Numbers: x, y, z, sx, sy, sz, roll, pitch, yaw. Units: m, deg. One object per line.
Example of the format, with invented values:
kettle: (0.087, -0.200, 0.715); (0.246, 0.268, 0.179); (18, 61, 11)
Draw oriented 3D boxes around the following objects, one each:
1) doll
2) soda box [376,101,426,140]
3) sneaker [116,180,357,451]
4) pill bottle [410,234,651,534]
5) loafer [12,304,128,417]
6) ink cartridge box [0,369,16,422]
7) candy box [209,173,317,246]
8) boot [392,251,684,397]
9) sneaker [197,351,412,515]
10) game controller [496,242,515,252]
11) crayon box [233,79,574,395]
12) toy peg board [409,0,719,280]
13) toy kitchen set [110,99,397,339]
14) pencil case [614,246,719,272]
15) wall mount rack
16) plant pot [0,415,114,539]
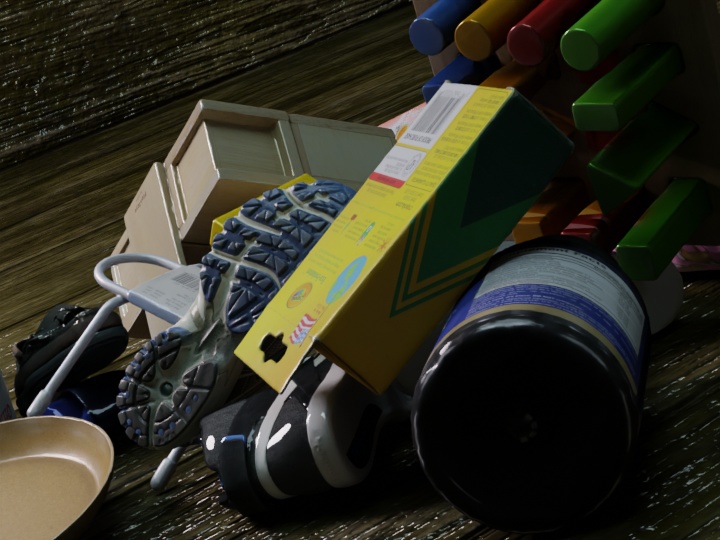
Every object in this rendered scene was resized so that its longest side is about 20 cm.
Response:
doll: (-0.193, 0.103, 1.296); (0.199, 0.049, 0.136); (-27, 16, -31)
soda box: (0.018, -0.076, 1.582); (0.063, 0.069, 0.199); (19, -26, -34)
sneaker: (-0.065, 0.029, 1.131); (0.200, 0.077, 0.085); (-47, -26, 6)
pill bottle: (0.096, 0.048, 0.962); (0.111, 0.113, 0.200); (-15, 12, 16)
loafer: (-0.228, 0.057, 1.367); (0.071, 0.063, 0.200); (-18, -11, -28)
ink cartridge box: (-0.328, 0.056, 1.346); (0.087, 0.202, 0.145); (-14, 12, 3)
candy box: (0.000, 0.000, 1.278); (0.199, 0.027, 0.102); (31, 39, 29)
boot: (0.097, 0.034, 1.147); (0.198, 0.074, 0.090); (-13, 6, -16)
sneaker: (-0.037, 0.082, 1.105); (0.111, 0.074, 0.200); (-18, 10, 19)
game controller: (0.083, -0.016, 1.326); (0.198, 0.105, 0.042); (-18, -27, 12)
crayon box: (0.020, -0.010, 1.005); (0.200, 0.051, 0.127); (-51, 16, -3)
toy peg board: (0.112, -0.089, 1.090); (0.198, 0.202, 0.098); (2, 30, 38)
toy kitchen set: (-0.075, 0.003, 1.445); (0.179, 0.164, 0.200); (6, -39, -30)
pencil case: (0.229, -0.034, 1.199); (0.199, 0.086, 0.083); (1, 53, 58)
wall mount rack: (-0.119, 0.061, 1.232); (0.199, 0.075, 0.173); (22, 31, 32)
plant pot: (-0.240, 0.155, 1.126); (0.198, 0.028, 0.200); (-16, 23, 7)
